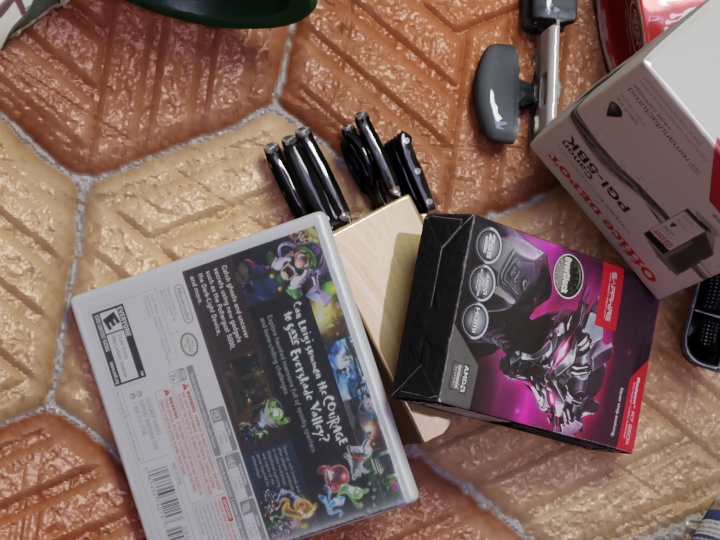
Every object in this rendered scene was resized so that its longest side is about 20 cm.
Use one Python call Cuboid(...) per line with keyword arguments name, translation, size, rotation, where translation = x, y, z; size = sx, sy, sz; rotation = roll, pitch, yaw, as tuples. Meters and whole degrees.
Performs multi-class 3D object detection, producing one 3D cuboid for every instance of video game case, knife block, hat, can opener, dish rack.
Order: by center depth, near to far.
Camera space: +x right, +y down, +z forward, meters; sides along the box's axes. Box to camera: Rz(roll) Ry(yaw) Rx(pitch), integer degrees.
Cuboid(name="video game case", translation=(-0.077, 0.084, 1.335), size=(0.182, 0.023, 0.200), rotation=(-19, 87, 9))
Cuboid(name="hat", translation=(-0.091, -0.267, 1.341), size=(0.165, 0.200, 0.176), rotation=(9, 79, 10))
Cuboid(name="knife block", translation=(0.000, 0.000, 1.371), size=(0.175, 0.064, 0.200), rotation=(19, 80, -8))
Cuboid(name="can opener", translation=(0.116, -0.188, 1.422), size=(0.067, 0.053, 0.200), rotation=(3, 82, -12))
Cuboid(name="dish rack", translation=(0.332, 0.020, 1.435), size=(0.200, 0.055, 0.154), rotation=(16, 81, -2))

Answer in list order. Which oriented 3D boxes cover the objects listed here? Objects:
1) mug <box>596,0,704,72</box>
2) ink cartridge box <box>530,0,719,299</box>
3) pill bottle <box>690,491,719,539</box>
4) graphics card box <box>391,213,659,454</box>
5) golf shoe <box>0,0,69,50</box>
Cuboid(name="mug", translation=(0.281, -0.167, 1.412), size=(0.200, 0.133, 0.178), rotation=(-10, 74, -9))
Cuboid(name="ink cartridge box", translation=(0.213, -0.074, 1.301), size=(0.083, 0.200, 0.147), rotation=(-41, 91, -20))
Cuboid(name="pill bottle", translation=(0.245, 0.257, 1.367), size=(0.111, 0.111, 0.200), rotation=(34, 78, -6))
Cuboid(name="graphics card box", translation=(0.115, 0.044, 1.348), size=(0.200, 0.051, 0.126), rotation=(18, 80, -40))
Cuboid(name="golf shoe", translation=(-0.231, -0.185, 1.341), size=(0.088, 0.077, 0.200), rotation=(20, 81, -18))
